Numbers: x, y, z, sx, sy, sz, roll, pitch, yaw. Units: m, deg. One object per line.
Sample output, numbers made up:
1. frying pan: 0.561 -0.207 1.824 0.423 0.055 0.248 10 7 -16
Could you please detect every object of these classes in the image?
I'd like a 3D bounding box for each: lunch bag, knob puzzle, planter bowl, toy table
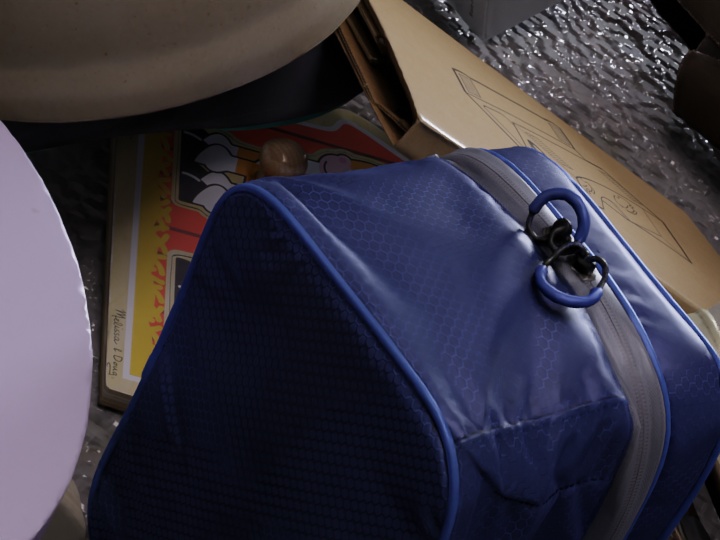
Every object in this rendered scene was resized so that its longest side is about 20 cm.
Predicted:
1. lunch bag: 0.019 0.054 0.681 0.132 0.200 0.136 -9 52 -39
2. knob puzzle: 0.000 0.000 0.854 0.218 0.031 0.220 17 42 -15
3. planter bowl: -0.099 -0.163 0.772 0.199 0.135 0.201 -4 36 3
4. toy table: -0.156 0.041 0.655 0.183 0.117 0.201 14 44 -18

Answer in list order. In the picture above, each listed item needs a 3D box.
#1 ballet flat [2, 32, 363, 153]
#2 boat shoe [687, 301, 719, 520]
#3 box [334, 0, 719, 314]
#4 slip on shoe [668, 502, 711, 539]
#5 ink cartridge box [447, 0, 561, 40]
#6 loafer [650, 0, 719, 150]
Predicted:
1. ballet flat: -0.076 -0.087 0.843 0.199 0.073 0.073 -11 54 -25
2. boat shoe: 0.163 0.101 0.753 0.072 0.065 0.201 -103 172 -84
3. box: 0.077 -0.034 0.855 0.200 0.021 0.164 34 15 -25
4. slip on shoe: 0.072 0.079 0.772 0.060 0.076 0.201 -5 65 -45
5. ink cartridge box: 0.062 -0.230 1.045 0.145 0.084 0.200 -29 64 -17
6. loafer: 0.181 -0.075 1.018 0.071 0.073 0.201 -17 55 2
